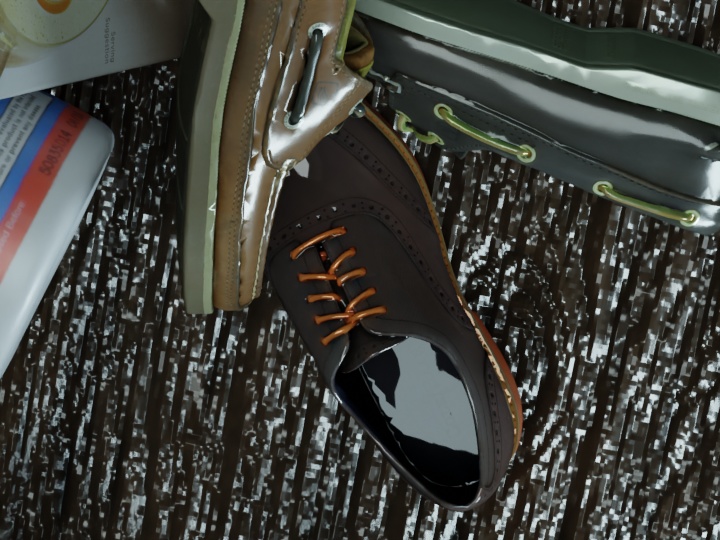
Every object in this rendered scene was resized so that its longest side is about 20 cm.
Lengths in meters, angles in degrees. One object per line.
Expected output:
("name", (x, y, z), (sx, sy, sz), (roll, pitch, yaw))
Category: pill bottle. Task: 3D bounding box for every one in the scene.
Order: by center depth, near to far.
("pill bottle", (-0.201, -0.047, 1.089), (0.199, 0.112, 0.113), (27, 105, -5))

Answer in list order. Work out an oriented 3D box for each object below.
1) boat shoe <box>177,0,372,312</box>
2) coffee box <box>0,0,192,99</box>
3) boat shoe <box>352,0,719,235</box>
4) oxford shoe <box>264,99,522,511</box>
("boat shoe", (-0.027, -0.068, 1.018), (0.068, 0.072, 0.201), (0, 127, -10))
("coffee box", (-0.134, -0.123, 1.017), (0.079, 0.200, 0.115), (12, 109, 35))
("boat shoe", (0.048, -0.067, 1.084), (0.200, 0.072, 0.061), (18, 111, 5))
("oxford shoe", (0.000, 0.000, 1.106), (0.071, 0.073, 0.200), (-32, 99, 12))
